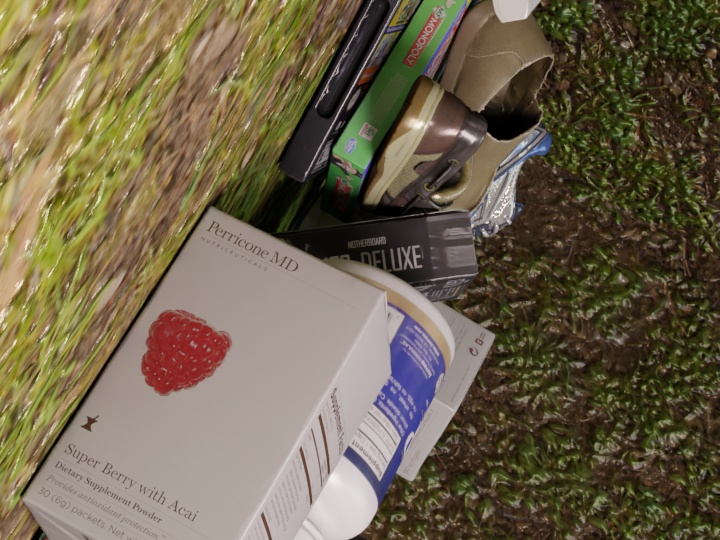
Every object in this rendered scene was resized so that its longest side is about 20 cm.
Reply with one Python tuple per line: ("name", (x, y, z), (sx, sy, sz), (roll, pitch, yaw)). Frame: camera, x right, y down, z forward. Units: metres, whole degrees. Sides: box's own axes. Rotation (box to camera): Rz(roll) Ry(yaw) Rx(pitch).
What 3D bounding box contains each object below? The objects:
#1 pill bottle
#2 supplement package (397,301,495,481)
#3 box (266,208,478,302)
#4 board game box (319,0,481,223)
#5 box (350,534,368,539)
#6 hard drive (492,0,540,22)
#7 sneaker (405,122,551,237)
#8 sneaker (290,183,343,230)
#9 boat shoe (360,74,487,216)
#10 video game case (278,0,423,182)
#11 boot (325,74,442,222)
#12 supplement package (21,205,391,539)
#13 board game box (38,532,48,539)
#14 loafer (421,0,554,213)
("pill bottle", (-0.030, 0.104, 1.145), (0.201, 0.119, 0.120), (-60, 178, -28))
("supplement package", (0.001, 0.077, 1.650), (0.117, 0.199, 0.117), (-57, 176, -45))
("box", (0.000, 0.000, 1.320), (0.200, 0.157, 0.050), (93, -11, -84))
("board game box", (0.035, -0.140, 1.300), (0.201, 0.029, 0.135), (-59, 177, -15))
("box", (-0.114, 0.263, 1.505), (0.199, 0.199, 0.050), (-58, 177, -45))
("hard drive", (0.114, -0.263, 1.272), (0.200, 0.026, 0.133), (-54, 135, -66))
("sneaker", (0.090, -0.052, 1.479), (0.201, 0.085, 0.077), (-55, -158, 8))
("sneaker", (-0.027, 0.026, 1.510), (0.200, 0.115, 0.081), (-59, 178, -17))
("boat shoe", (0.045, -0.070, 1.233), (0.073, 0.065, 0.200), (-61, 177, -12))
("video game case", (0.012, -0.157, 1.269), (0.181, 0.025, 0.200), (-61, 176, 14))
("boot", (0.057, -0.124, 1.417), (0.154, 0.072, 0.200), (-33, -160, 35))
("supplement package", (-0.081, 0.090, 1.017), (0.201, 0.121, 0.120), (-59, 165, -21))
("board game box", (-0.155, 0.119, 1.128), (0.201, 0.023, 0.105), (-60, 180, -13))
("loafer", (0.089, -0.108, 1.325), (0.076, 0.067, 0.201), (-20, 141, -31))
